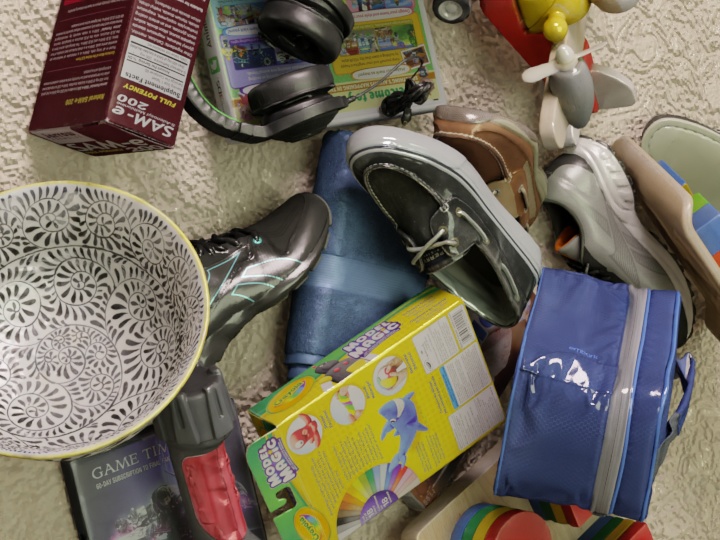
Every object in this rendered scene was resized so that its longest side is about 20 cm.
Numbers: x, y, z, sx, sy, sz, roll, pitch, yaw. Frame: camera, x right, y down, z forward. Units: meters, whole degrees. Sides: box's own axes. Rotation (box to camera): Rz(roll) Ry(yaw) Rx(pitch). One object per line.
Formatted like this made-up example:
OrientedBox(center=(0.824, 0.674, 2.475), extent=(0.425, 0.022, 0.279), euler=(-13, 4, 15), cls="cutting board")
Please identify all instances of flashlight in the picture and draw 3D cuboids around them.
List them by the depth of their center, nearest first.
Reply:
OrientedBox(center=(-0.094, 0.161, 1.384), extent=(0.067, 0.068, 0.201), euler=(-12, 116, -1), cls="flashlight")

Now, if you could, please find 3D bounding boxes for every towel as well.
OrientedBox(center=(0.000, 0.000, 1.516), extent=(0.111, 0.048, 0.201), euler=(16, 81, -36), cls="towel")

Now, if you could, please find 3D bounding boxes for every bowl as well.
OrientedBox(center=(-0.195, 0.050, 1.318), extent=(0.201, 0.200, 0.094), euler=(-53, 162, -25), cls="bowl")

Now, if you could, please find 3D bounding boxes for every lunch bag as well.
OrientedBox(center=(0.183, 0.091, 1.526), extent=(0.200, 0.132, 0.136), euler=(-67, 167, -58), cls="lunch bag")

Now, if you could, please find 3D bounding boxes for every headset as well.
OrientedBox(center=(-0.046, -0.144, 1.435), extent=(0.199, 0.094, 0.124), euler=(10, 80, -19), cls="headset")

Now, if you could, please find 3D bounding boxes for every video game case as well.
OrientedBox(center=(-0.127, 0.207, 1.434), extent=(0.143, 0.019, 0.201), euler=(-19, 100, -36), cls="video game case")
OrientedBox(center=(-0.035, -0.195, 1.495), extent=(0.200, 0.022, 0.183), euler=(-12, 88, -37), cls="video game case")

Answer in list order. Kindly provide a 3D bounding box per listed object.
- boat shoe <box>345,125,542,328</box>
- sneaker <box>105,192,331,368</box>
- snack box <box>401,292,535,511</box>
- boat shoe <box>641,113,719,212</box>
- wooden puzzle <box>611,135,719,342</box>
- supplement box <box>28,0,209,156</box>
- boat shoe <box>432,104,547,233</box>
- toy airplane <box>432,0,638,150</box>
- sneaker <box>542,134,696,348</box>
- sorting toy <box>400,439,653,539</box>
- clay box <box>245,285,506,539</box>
OrientedBox(center=(0.064, -0.029, 1.468), extent=(0.200, 0.072, 0.071), euler=(37, 47, -30), cls="boat shoe")
OrientedBox(center=(-0.099, 0.004, 1.422), extent=(0.200, 0.075, 0.079), euler=(-47, 110, -25), cls="sneaker")
OrientedBox(center=(0.077, 0.088, 1.586), extent=(0.072, 0.024, 0.200), euler=(47, 63, -29), cls="snack box")
OrientedBox(center=(0.317, -0.079, 1.752), extent=(0.201, 0.061, 0.072), euler=(32, 115, -23), cls="boat shoe")
OrientedBox(center=(0.288, -0.010, 1.655), extent=(0.046, 0.185, 0.200), euler=(-32, 113, 1), cls="wooden puzzle")
OrientedBox(center=(-0.153, -0.182, 1.365), extent=(0.061, 0.109, 0.201), euler=(20, 78, -35), cls="supplement box")
OrientedBox(center=(0.097, -0.066, 1.529), extent=(0.200, 0.076, 0.072), euler=(44, 59, -63), cls="boat shoe")
OrientedBox(center=(0.166, -0.196, 1.585), extent=(0.199, 0.141, 0.201), euler=(-10, 80, -57), cls="toy airplane")
OrientedBox(center=(0.206, -0.012, 1.665), extent=(0.079, 0.074, 0.200), euler=(-40, 108, -18), cls="sneaker")
OrientedBox(center=(0.151, 0.236, 1.597), extent=(0.199, 0.069, 0.200), euler=(-38, 117, -33), cls="sorting toy")
OrientedBox(center=(0.004, 0.112, 1.465), extent=(0.200, 0.048, 0.115), euler=(-33, 119, -21), cls="clay box")
